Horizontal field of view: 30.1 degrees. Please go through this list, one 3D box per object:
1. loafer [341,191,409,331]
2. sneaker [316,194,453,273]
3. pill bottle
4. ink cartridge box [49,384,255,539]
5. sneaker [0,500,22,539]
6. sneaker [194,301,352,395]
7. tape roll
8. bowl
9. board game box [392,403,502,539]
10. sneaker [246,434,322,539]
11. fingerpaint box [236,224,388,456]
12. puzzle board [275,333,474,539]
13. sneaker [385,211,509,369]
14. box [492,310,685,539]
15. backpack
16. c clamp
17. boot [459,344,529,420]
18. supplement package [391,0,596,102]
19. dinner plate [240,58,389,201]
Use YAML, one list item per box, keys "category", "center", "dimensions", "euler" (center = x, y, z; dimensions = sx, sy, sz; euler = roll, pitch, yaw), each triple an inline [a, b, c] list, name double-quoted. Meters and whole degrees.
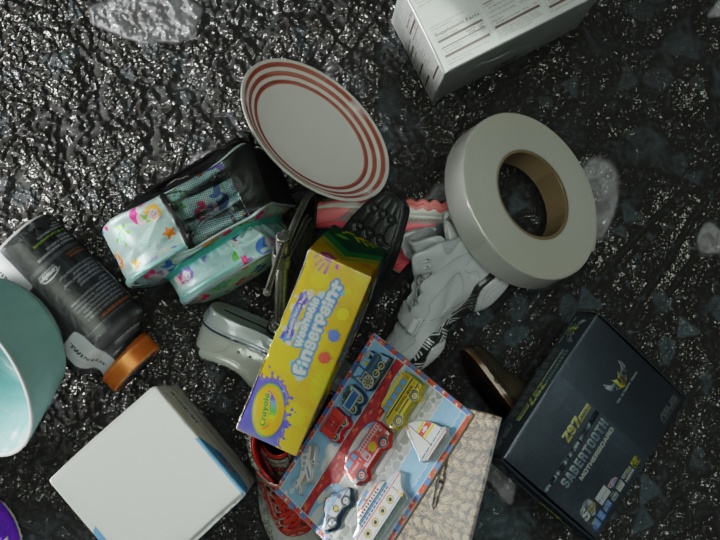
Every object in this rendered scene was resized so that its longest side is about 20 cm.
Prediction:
- category: "loafer"
  center: [0.000, 0.000, 1.502]
  dimensions: [0.068, 0.070, 0.202]
  euler: [35, 110, 21]
- category: "sneaker"
  center: [0.026, -0.042, 1.534]
  dimensions: [0.198, 0.074, 0.088]
  euler: [2, 90, 0]
- category: "pill bottle"
  center: [-0.316, 0.041, 1.495]
  dimensions: [0.106, 0.106, 0.200]
  euler: [-45, 87, -5]
- category: "ink cartridge box"
  center: [-0.215, 0.223, 1.435]
  dimensions: [0.146, 0.200, 0.147]
  euler: [-41, 87, -4]
- category: "sneaker"
  center: [-0.446, 0.249, 1.473]
  dimensions: [0.069, 0.100, 0.201]
  euler: [-32, 86, -2]
- category: "sneaker"
  center: [-0.094, 0.106, 1.526]
  dimensions: [0.199, 0.073, 0.071]
  euler: [26, 109, 0]
- category: "tape roll"
  center: [0.183, -0.079, 1.507]
  dimensions: [0.201, 0.037, 0.205]
  euler: [15, 62, -31]
- category: "bowl"
  center: [-0.393, 0.087, 1.434]
  dimensions: [0.201, 0.201, 0.105]
  euler: [45, 45, 2]
- category: "board game box"
  center: [0.075, 0.221, 1.447]
  dimensions: [0.096, 0.200, 0.161]
  euler: [15, 85, -1]
- category: "sneaker"
  center: [-0.084, 0.243, 1.474]
  dimensions: [0.067, 0.108, 0.203]
  euler: [-12, 95, -2]
- category: "fingerpaint box"
  center: [-0.046, 0.068, 1.390]
  dimensions: [0.073, 0.167, 0.202]
  euler: [23, 101, 3]
- category: "puzzle board"
  center: [0.009, 0.186, 1.359]
  dimensions: [0.150, 0.017, 0.201]
  euler: [37, 99, 36]
- category: "sneaker"
  center: [0.067, 0.026, 1.501]
  dimensions: [0.200, 0.075, 0.115]
  euler: [-42, 114, 6]
- category: "box"
  center: [0.249, 0.170, 1.477]
  dimensions: [0.158, 0.051, 0.201]
  euler: [42, 75, -19]
- category: "backpack"
  center: [-0.175, -0.045, 1.474]
  dimensions: [0.198, 0.178, 0.152]
  euler: [-22, 89, 9]
- category: "c clamp"
  center: [-0.080, 0.005, 1.453]
  dimensions: [0.027, 0.201, 0.172]
  euler: [15, 58, 7]
- category: "boot"
  center: [0.204, 0.140, 1.531]
  dimensions: [0.097, 0.075, 0.200]
  euler: [-43, 98, -15]
- category: "supplement package"
  center: [0.149, -0.298, 1.520]
  dimensions: [0.199, 0.156, 0.112]
  euler: [-27, 87, -4]
- category: "dinner plate"
  center: [-0.053, -0.154, 1.508]
  dimensions: [0.200, 0.200, 0.024]
  euler: [49, 126, 2]
